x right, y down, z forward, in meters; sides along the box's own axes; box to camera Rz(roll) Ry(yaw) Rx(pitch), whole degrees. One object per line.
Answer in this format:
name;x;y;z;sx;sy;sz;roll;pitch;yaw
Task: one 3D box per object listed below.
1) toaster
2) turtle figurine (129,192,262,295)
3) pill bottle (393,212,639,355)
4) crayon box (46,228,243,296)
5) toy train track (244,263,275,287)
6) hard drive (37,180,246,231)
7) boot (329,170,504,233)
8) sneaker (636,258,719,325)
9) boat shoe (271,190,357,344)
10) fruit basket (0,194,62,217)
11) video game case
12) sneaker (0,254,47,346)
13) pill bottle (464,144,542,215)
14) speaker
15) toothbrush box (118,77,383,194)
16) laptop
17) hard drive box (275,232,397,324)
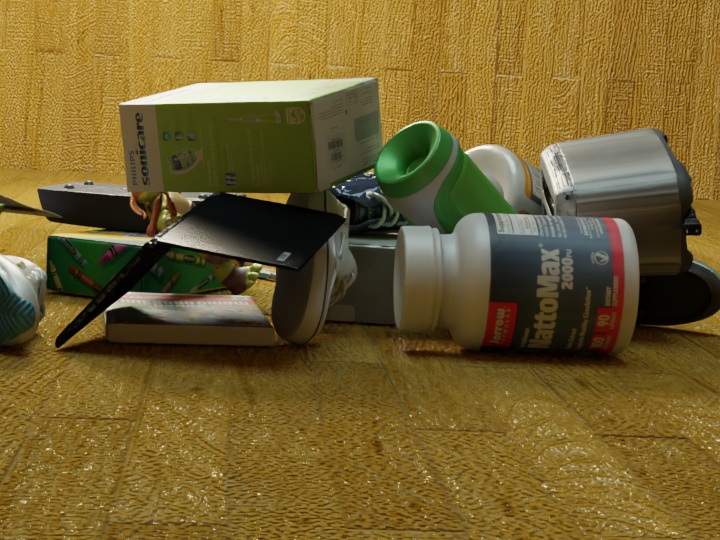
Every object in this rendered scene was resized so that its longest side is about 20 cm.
toaster;0.243;-0.059;1.575;0.128;0.114;0.200;-6;25;1
turtle figurine;-0.169;-0.042;1.612;0.161;0.064;0.200;39;16;-24
pill bottle;0.132;0.011;1.428;0.198;0.121;0.120;2;7;-5
crayon box;-0.220;-0.010;1.714;0.118;0.059;0.200;6;8;26
toy train track;-0.071;-0.003;1.829;0.114;0.033;0.199;-3;8;-43
hard drive;-0.232;-0.068;1.764;0.198;0.043;0.135;4;7;9
boot;0.036;-0.060;1.609;0.198;0.073;0.090;-2;13;18
sneaker;0.249;0.029;1.598;0.198;0.075;0.106;3;17;21
boat shoe;-0.033;-0.006;1.474;0.065;0.074;0.201;27;40;-21
fruit basket;-0.417;-0.063;1.634;0.184;0.095;0.200;5;-9;12
video game case;-0.158;0.042;1.477;0.142;0.018;0.200;2;7;-10
sneaker;-0.297;0.018;1.381;0.080;0.077;0.200;2;8;-28
pill bottle;0.177;-0.043;1.726;0.116;0.117;0.199;10;-13;47
speaker;0.098;-0.045;1.517;0.088;0.089;0.200;11;-28;50
toothbrush box;-0.098;-0.124;1.510;0.199;0.087;0.145;3;15;25
laptop;-0.131;0.006;1.383;0.103;0.200;0.177;45;19;-2
hard drive box;0.000;0.000;1.646;0.155;0.077;0.200;3;7;3
